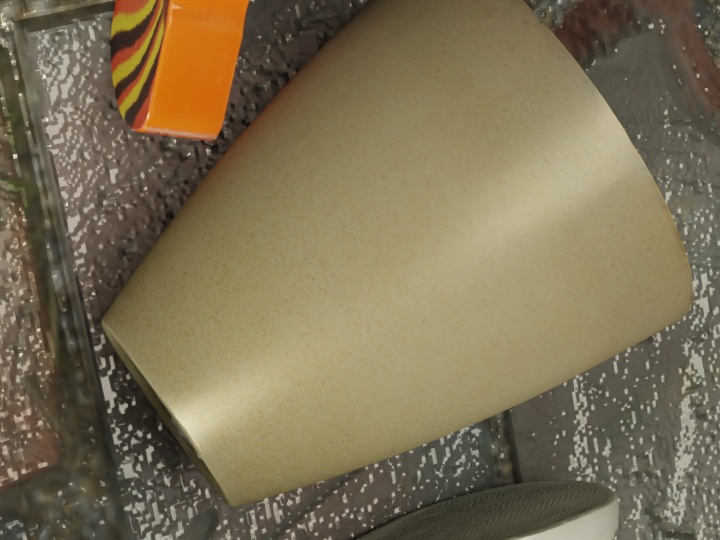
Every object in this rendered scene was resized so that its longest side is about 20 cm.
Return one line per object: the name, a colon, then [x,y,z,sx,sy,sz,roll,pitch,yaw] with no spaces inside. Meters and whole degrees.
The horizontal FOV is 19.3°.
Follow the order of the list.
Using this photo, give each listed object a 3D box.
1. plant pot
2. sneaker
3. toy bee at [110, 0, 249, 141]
plant pot: [0.000,0.000,0.868,0.199,0.187,0.188,-35,110,-10]
sneaker: [0.035,0.174,0.949,0.199,0.074,0.116,-19,104,-19]
toy bee: [-0.058,-0.160,0.868,0.131,0.109,0.200,30,102,-36]
